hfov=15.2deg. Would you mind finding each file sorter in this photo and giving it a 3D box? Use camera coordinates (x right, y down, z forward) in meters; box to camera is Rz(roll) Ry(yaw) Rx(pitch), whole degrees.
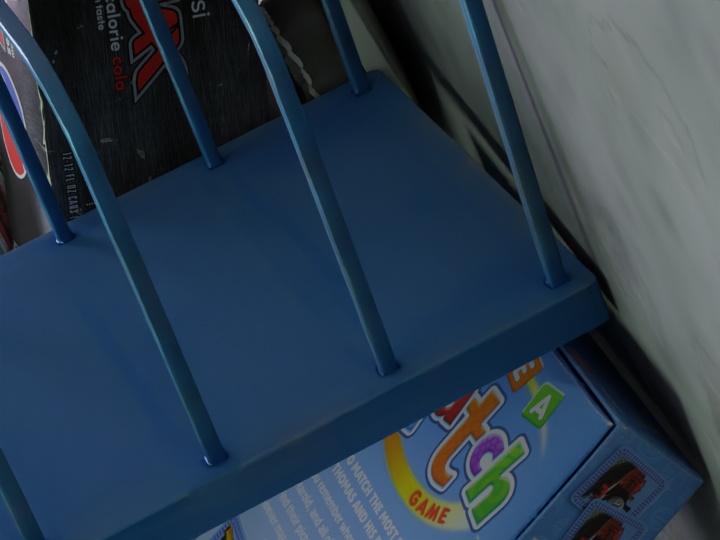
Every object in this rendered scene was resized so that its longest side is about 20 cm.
[{"bbox_3d":[-0.071,-0.019,0.650,0.139,0.199,0.123,48,162,56],"label":"file sorter"}]

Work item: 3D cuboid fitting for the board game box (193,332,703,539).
[{"bbox_3d":[-0.014,0.084,0.702,0.037,0.200,0.151,33,-168,-29],"label":"board game box"}]

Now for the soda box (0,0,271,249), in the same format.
[{"bbox_3d":[-0.069,-0.083,0.752,0.063,0.070,0.201,-141,43,-61],"label":"soda box"}]

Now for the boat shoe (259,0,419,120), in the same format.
[{"bbox_3d":[-0.019,-0.049,0.844,0.072,0.060,0.202,64,176,4],"label":"boat shoe"}]

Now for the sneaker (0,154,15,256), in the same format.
[{"bbox_3d":[-0.136,0.049,0.818,0.082,0.078,0.201,18,-105,-56],"label":"sneaker"}]
